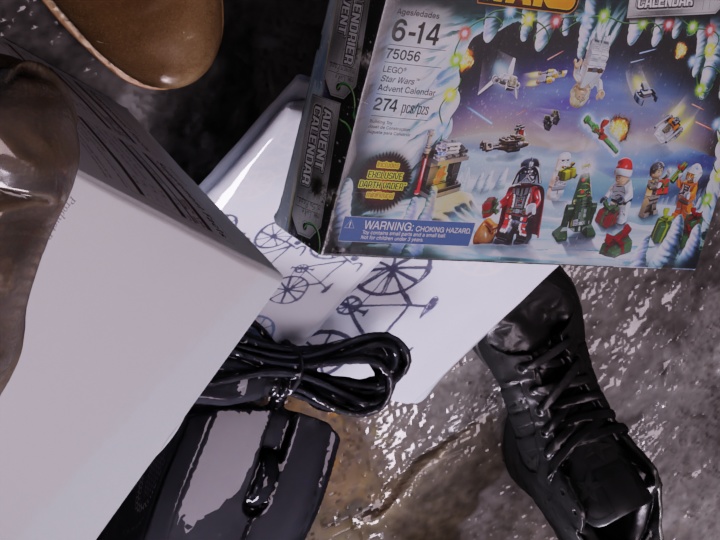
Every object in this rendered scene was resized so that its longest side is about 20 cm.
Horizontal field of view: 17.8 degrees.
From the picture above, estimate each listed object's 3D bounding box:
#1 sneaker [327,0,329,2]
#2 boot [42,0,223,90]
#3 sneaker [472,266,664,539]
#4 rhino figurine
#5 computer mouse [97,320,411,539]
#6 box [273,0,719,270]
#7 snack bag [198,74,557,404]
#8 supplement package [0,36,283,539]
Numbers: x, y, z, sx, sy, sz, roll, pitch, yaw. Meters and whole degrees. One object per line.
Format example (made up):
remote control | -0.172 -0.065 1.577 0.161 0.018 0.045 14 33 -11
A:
sneaker | -0.001 -0.146 0.910 0.074 0.082 0.200 -43 132 2
boot | -0.092 -0.137 0.863 0.073 0.075 0.200 -32 134 -12
sneaker | 0.109 0.084 1.123 0.060 0.104 0.200 -27 131 -14
rhino figurine | -0.143 0.017 0.737 0.087 0.060 0.201 -6 125 -42
computer mouse | -0.066 0.108 1.035 0.138 0.053 0.200 5 130 -32
box | 0.071 -0.072 0.919 0.199 0.040 0.137 1 110 -36
snack bag | 0.000 0.000 1.003 0.200 0.021 0.189 13 136 -36
supplement package | -0.169 -0.009 0.847 0.200 0.151 0.152 28 102 -42
